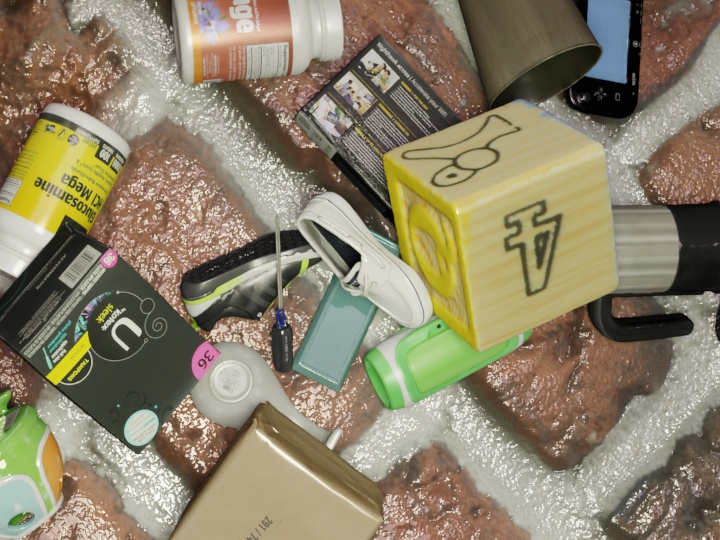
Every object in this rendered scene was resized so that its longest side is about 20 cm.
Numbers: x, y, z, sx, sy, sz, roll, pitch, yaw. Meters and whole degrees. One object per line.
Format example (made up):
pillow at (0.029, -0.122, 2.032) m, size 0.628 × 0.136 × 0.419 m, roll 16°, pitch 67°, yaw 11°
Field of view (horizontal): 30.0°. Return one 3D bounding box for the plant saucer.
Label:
plant saucer at (-0.013, 0.044, 1.652) m, size 0.069 × 0.019 × 0.202 m, roll 27°, pitch 80°, yaw -6°

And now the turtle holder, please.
turtle holder at (-0.415, 0.240, 1.495) m, size 0.185 × 0.140 × 0.132 m, roll -42°, pitch 109°, yaw -21°

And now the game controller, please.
game controller at (0.316, -0.299, 1.741) m, size 0.103 × 0.042 × 0.203 m, roll 6°, pitch 83°, yaw -9°

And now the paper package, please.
paper package at (-0.097, 0.288, 1.530) m, size 0.190 × 0.104 × 0.201 m, roll 36°, pitch 101°, yaw -4°

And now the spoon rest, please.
spoon rest at (-0.114, 0.162, 1.607) m, size 0.199 × 0.061 × 0.100 m, roll 31°, pitch 77°, yaw 8°

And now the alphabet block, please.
alphabet block at (0.164, -0.058, 1.568) m, size 0.198 × 0.195 × 0.199 m, roll -22°, pitch 119°, yaw -16°

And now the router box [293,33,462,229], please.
router box at (0.038, -0.169, 1.669) m, size 0.149 × 0.051 × 0.200 m, roll -44°, pitch 92°, yaw -14°

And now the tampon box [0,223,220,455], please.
tampon box at (-0.287, 0.076, 1.500) m, size 0.150 × 0.126 × 0.200 m, roll -51°, pitch 126°, yaw -11°

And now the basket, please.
basket at (0.193, -0.324, 1.668) m, size 0.135 × 0.180 × 0.202 m, roll -13°, pitch 76°, yaw -31°

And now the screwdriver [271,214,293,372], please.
screwdriver at (-0.099, 0.029, 1.588) m, size 0.029 × 0.028 × 0.203 m, roll -5°, pitch 113°, yaw 3°

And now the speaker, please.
speaker at (0.106, 0.092, 1.634) m, size 0.198 × 0.088 × 0.089 m, roll -27°, pitch 88°, yaw -12°

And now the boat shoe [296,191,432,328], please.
boat shoe at (0.000, 0.000, 1.585) m, size 0.200 × 0.074 × 0.065 m, roll 44°, pitch 43°, yaw 0°

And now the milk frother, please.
milk frother at (0.371, 0.001, 1.636) m, size 0.185 × 0.200 × 0.183 m, roll -2°, pitch 87°, yaw -10°

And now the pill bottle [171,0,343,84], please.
pill bottle at (-0.124, -0.289, 1.624) m, size 0.197 × 0.112 × 0.114 m, roll -7°, pitch 84°, yaw -11°

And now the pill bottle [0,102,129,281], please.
pill bottle at (-0.358, -0.082, 1.555) m, size 0.111 × 0.112 × 0.202 m, roll 26°, pitch 80°, yaw -6°

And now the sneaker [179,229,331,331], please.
sneaker at (-0.125, 0.015, 1.622) m, size 0.198 × 0.072 × 0.084 m, roll -20°, pitch 116°, yaw -13°
